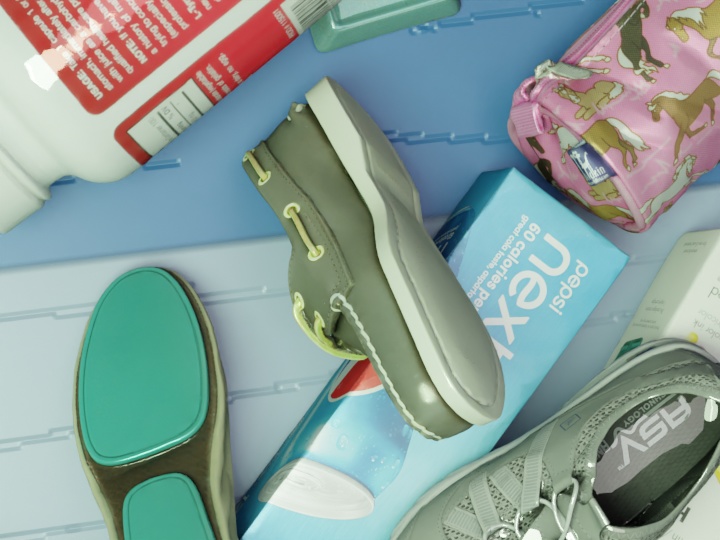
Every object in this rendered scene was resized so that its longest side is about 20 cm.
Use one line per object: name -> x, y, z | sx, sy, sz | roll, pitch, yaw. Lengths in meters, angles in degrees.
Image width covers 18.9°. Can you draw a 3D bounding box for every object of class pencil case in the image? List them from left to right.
pencil case -> 0.157, -0.110, 0.960 | 0.083, 0.087, 0.200 | 41, 83, 23

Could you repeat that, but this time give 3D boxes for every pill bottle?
pill bottle -> -0.097, -0.110, 0.896 | 0.200, 0.112, 0.112 | -39, 96, 0

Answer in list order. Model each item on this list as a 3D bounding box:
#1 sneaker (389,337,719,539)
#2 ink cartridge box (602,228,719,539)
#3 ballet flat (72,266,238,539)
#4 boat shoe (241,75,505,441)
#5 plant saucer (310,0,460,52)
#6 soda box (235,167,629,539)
sneaker -> 0.076, 0.100, 0.879 | 0.075, 0.082, 0.200 | 45, 85, -5
ink cartridge box -> 0.150, 0.095, 0.965 | 0.116, 0.067, 0.200 | 31, 86, -7
ballet flat -> -0.081, 0.092, 0.913 | 0.069, 0.070, 0.200 | -2, 53, -9
boat shoe -> 0.002, 0.002, 0.891 | 0.060, 0.202, 0.072 | -36, 133, 12
plant saucer -> -0.014, -0.202, 0.963 | 0.070, 0.019, 0.201 | -17, 92, -9
soda box -> 0.027, 0.054, 0.947 | 0.068, 0.064, 0.200 | 37, 84, -8
